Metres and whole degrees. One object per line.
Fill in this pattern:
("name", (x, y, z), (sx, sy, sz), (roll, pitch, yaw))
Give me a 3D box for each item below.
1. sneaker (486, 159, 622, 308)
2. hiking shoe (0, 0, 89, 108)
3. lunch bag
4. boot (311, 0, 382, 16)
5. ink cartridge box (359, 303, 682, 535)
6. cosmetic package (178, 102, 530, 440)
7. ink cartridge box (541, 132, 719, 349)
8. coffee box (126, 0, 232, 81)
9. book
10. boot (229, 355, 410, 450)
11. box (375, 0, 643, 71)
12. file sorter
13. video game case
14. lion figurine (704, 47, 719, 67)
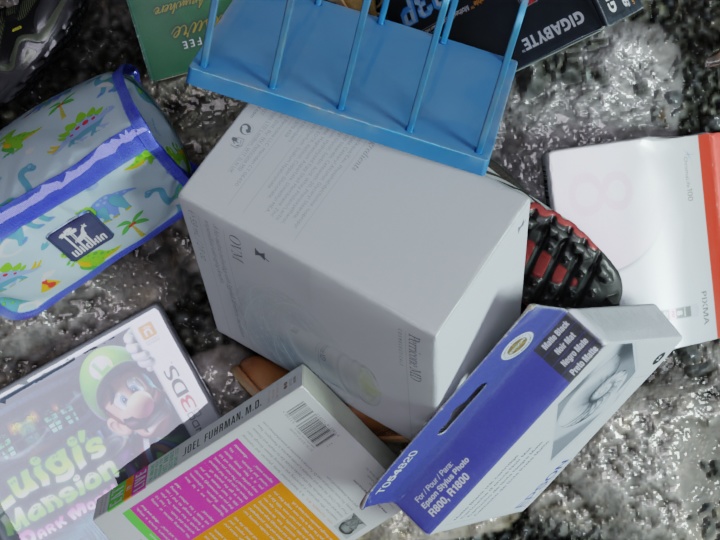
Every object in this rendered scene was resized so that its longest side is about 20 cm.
("sneaker", (0.108, -0.033, 1.140), (0.200, 0.098, 0.071), (30, 110, 7))
("hiking shoe", (-0.286, -0.165, 1.142), (0.101, 0.076, 0.200), (42, 94, -7))
("lunch bag", (-0.209, -0.058, 1.089), (0.170, 0.200, 0.128), (-33, 95, 1))
("boot", (-0.001, -0.181, 1.135), (0.076, 0.073, 0.200), (-51, 123, -32))
("ink cartridge box", (0.118, 0.105, 1.086), (0.041, 0.200, 0.200), (50, 115, 24))
("cosmetic package", (0.000, 0.000, 1.057), (0.199, 0.200, 0.123), (27, 67, 17))
("ink cartridge box", (0.245, -0.023, 1.174), (0.199, 0.057, 0.164), (-7, 94, 5))
("coffee box", (-0.124, -0.250, 1.127), (0.122, 0.044, 0.201), (-17, 110, -2))
("book", (-0.078, 0.168, 1.128), (0.200, 0.048, 0.134), (-33, 118, 19))
("boot", (0.017, 0.071, 1.164), (0.199, 0.077, 0.156), (29, 92, 0))
("box", (0.087, -0.217, 1.090), (0.046, 0.200, 0.160), (-29, 96, -36))
("file sorter", (0.011, -0.172, 0.991), (0.199, 0.139, 0.123), (18, 127, 2))
("video game case", (-0.199, 0.151, 1.195), (0.199, 0.023, 0.182), (-29, 94, 2))
("lion figurine", (0.339, -0.224, 1.145), (0.199, 0.073, 0.123), (-15, 61, 7))
